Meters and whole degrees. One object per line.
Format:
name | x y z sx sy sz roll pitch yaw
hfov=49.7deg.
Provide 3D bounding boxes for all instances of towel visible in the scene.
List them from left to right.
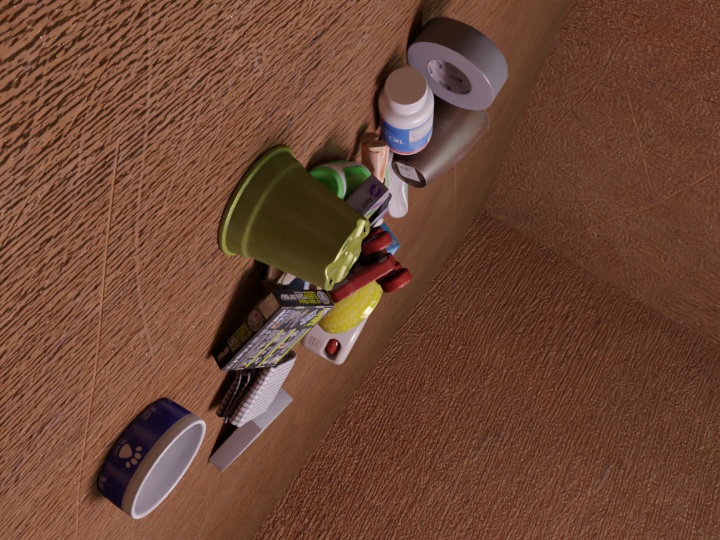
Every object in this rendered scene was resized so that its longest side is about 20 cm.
towel | -0.233 0.247 1.721 0.166 0.085 0.200 -59 170 10

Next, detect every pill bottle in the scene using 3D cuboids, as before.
pill bottle | 0.092 -0.323 1.570 0.112 0.112 0.200 -56 168 -12

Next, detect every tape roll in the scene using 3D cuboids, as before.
tape roll | 0.193 -0.411 1.554 0.066 0.200 0.200 -57 169 -12

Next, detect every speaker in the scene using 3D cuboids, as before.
speaker | -0.040 -0.163 1.485 0.089 0.088 0.200 -63 168 18

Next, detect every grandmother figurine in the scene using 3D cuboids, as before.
grandmother figurine | 0.027 -0.177 1.618 0.121 0.060 0.201 -117 -157 -51

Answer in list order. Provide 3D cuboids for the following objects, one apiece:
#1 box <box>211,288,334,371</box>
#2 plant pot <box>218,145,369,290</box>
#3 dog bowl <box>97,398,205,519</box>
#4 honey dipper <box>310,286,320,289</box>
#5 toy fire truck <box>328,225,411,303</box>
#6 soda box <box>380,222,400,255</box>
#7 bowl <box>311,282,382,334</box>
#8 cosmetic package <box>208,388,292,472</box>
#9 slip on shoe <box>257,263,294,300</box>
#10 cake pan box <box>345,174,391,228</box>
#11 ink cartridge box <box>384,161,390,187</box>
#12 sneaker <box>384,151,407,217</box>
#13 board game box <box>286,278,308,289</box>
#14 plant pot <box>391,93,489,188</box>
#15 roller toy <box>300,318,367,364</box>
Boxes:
box | -0.167 0.114 1.491 0.200 0.044 0.160 -45 156 26
plant pot | -0.093 -0.068 1.246 0.201 0.184 0.201 -56 169 -17
dog bowl | -0.365 0.329 1.369 0.200 0.079 0.200 -56 168 -18
honey dipper | -0.085 0.003 1.657 0.038 0.038 0.201 -47 153 -46
toy fire truck | 0.000 0.000 1.597 0.167 0.112 0.200 -29 -168 -3
soda box | -0.012 -0.033 1.745 0.199 0.068 0.064 -26 164 -31
bowl | -0.055 0.036 1.813 0.108 0.200 0.201 42 76 -36
cosmetic package | -0.267 0.387 1.893 0.200 0.052 0.151 -48 178 31
slip on shoe | -0.165 0.009 1.469 0.200 0.060 0.076 138 -32 -63
cake pan box | -0.022 -0.084 1.482 0.200 0.052 0.184 -47 175 -6
ink cartridge box | -0.008 -0.149 1.744 0.200 0.048 0.146 -57 168 -11
sneaker | 0.075 -0.240 1.873 0.118 0.073 0.201 -100 -175 -52
board game box | -0.127 0.031 1.608 0.200 0.036 0.152 98 4 -61
plant pot | 0.158 -0.290 1.737 0.200 0.186 0.187 -55 168 -18
roller toy | -0.068 0.133 1.985 0.183 0.139 0.200 -62 179 -2
